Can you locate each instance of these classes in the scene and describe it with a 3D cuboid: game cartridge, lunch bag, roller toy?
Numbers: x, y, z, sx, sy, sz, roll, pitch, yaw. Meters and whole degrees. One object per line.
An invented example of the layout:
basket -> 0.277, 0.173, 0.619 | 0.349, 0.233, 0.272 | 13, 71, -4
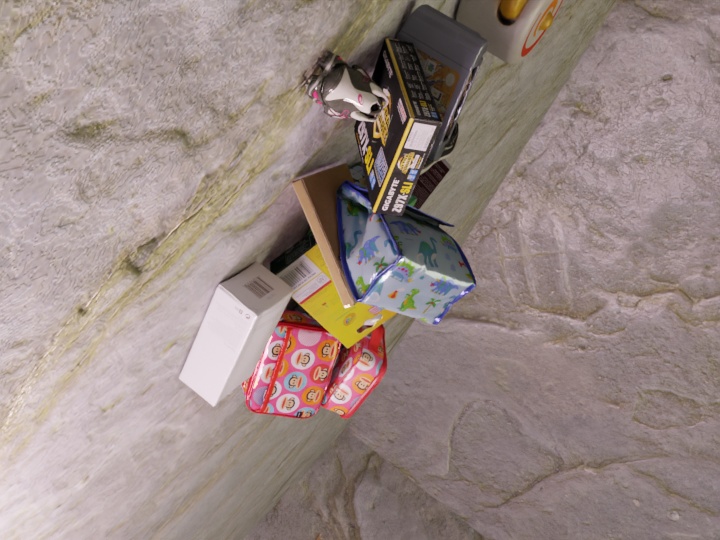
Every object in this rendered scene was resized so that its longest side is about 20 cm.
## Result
game cartridge -> 0.094, -0.275, 1.203 | 0.042, 0.133, 0.201 | -42, 159, -49
lunch bag -> -0.141, 0.173, 1.531 | 0.082, 0.175, 0.201 | -123, -131, -61
roller toy -> 0.262, -0.450, 1.376 | 0.183, 0.139, 0.200 | -50, 168, -26
lunch bag -> -0.010, 0.176, 1.634 | 0.177, 0.082, 0.200 | -54, -164, 22
lunch bag -> 0.058, -0.039, 1.224 | 0.169, 0.201, 0.128 | 21, 123, -38

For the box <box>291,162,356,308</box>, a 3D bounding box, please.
box -> -0.023, -0.058, 1.257 | 0.021, 0.201, 0.163 | -20, -174, 27

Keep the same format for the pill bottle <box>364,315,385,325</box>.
pill bottle -> 0.000, 0.000, 1.554 | 0.111, 0.110, 0.202 | -5, 96, -76

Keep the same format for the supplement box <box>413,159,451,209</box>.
supplement box -> 0.087, -0.149, 1.644 | 0.200, 0.061, 0.109 | -53, -165, -30

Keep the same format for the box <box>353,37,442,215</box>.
box -> 0.046, -0.200, 1.138 | 0.201, 0.049, 0.160 | -101, -157, -44

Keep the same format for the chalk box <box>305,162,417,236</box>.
chalk box -> 0.007, -0.099, 1.401 | 0.201, 0.124, 0.125 | -60, 168, 29

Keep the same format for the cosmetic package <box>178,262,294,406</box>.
cosmetic package -> -0.193, 0.099, 1.268 | 0.201, 0.081, 0.113 | -59, 168, 30

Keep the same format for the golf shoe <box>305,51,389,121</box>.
golf shoe -> -0.005, -0.221, 1.072 | 0.077, 0.088, 0.200 | -58, 171, 13

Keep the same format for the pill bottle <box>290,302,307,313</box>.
pill bottle -> -0.120, 0.149, 1.643 | 0.201, 0.116, 0.116 | -55, 169, 4

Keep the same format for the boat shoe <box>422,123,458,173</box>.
boat shoe -> 0.128, -0.232, 1.421 | 0.200, 0.074, 0.060 | -41, 169, -48

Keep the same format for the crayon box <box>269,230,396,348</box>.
crayon box -> -0.038, 0.026, 1.348 | 0.127, 0.200, 0.051 | -35, -149, 14
